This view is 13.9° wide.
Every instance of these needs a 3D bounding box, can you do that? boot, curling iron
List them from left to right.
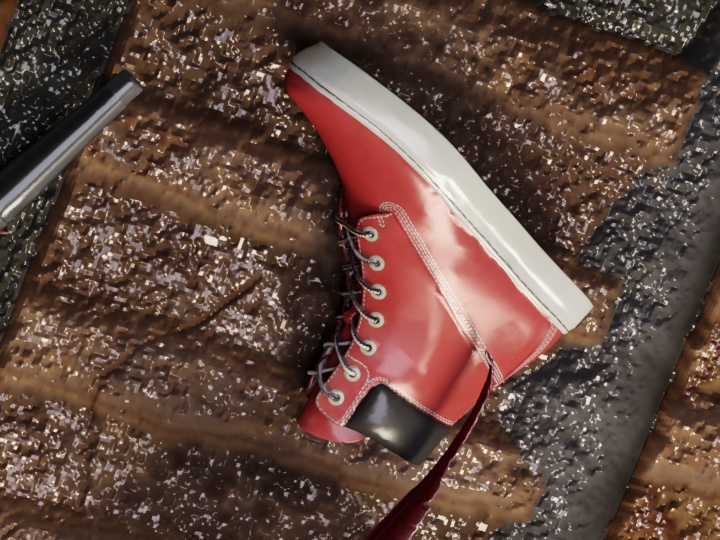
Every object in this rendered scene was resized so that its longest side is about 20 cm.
[{"bbox_3d":[-0.171,-0.015,1.354,0.050,0.026,0.200,41,88,13],"label":"curling iron"},{"bbox_3d":[0.000,0.000,1.391,0.144,0.072,0.200,-42,117,1],"label":"boot"}]

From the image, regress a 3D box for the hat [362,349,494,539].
[{"bbox_3d":[-0.007,0.161,1.451,0.199,0.177,0.166,-7,154,19],"label":"hat"}]
